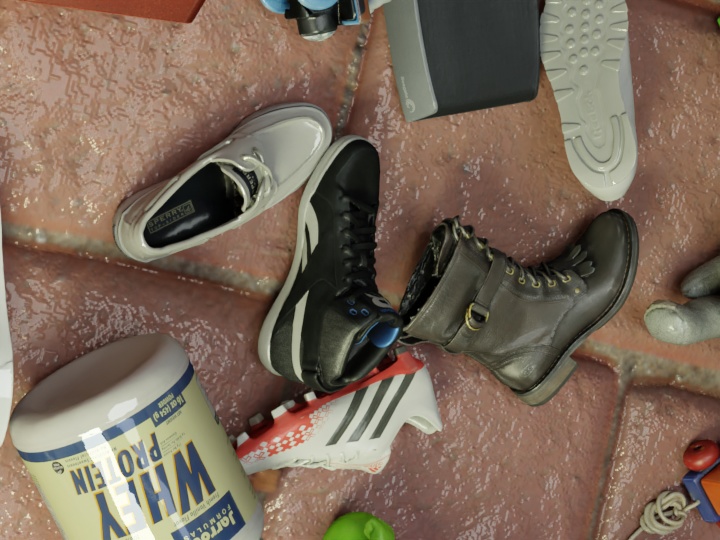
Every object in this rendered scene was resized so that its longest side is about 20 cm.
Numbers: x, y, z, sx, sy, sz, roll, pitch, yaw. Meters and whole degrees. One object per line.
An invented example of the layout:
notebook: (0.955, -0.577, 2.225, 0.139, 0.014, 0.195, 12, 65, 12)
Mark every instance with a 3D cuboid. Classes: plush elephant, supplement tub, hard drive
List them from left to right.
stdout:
supplement tub: (-0.159, 0.164, 1.522, 0.144, 0.145, 0.201, -31, 107, -19)
hard drive: (0.084, -0.229, 1.657, 0.134, 0.042, 0.202, -11, 99, -24)
plush elephant: (0.366, -0.011, 1.750, 0.199, 0.164, 0.156, -16, 118, -52)

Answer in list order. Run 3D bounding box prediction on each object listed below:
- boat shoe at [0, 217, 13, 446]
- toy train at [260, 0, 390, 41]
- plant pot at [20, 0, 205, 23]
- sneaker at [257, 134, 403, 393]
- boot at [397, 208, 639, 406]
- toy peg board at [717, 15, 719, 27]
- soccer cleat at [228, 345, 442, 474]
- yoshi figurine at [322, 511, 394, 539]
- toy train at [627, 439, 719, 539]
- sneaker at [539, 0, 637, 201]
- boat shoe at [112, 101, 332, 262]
boat shoe: (-0.296, 0.032, 1.486, 0.067, 0.072, 0.202, -4, 94, -27)
toy train: (-0.027, -0.283, 1.579, 0.114, 0.087, 0.202, -16, 101, -29)
plant pot: (-0.186, -0.281, 1.454, 0.198, 0.200, 0.178, 5, 106, -25)
sneaker: (0.000, 0.000, 1.594, 0.073, 0.111, 0.201, 17, 91, -46)
boot: (0.129, 0.004, 1.672, 0.174, 0.069, 0.201, 35, 82, -33)
toy peg board: (0.426, -0.206, 1.806, 0.200, 0.098, 0.200, -43, 126, -15)
soccer cleat: (-0.022, 0.133, 1.625, 0.199, 0.069, 0.086, -26, 91, -26)
yoshi figurine: (-0.010, 0.252, 1.601, 0.112, 0.200, 0.113, 0, 101, 17)
toy train: (0.332, 0.196, 1.772, 0.200, 0.116, 0.085, -37, 108, -18)
sneaker: (0.195, -0.158, 1.706, 0.076, 0.080, 0.202, -5, 79, 16)
boat shoe: (-0.099, -0.069, 1.572, 0.199, 0.066, 0.072, -27, 105, -21)
